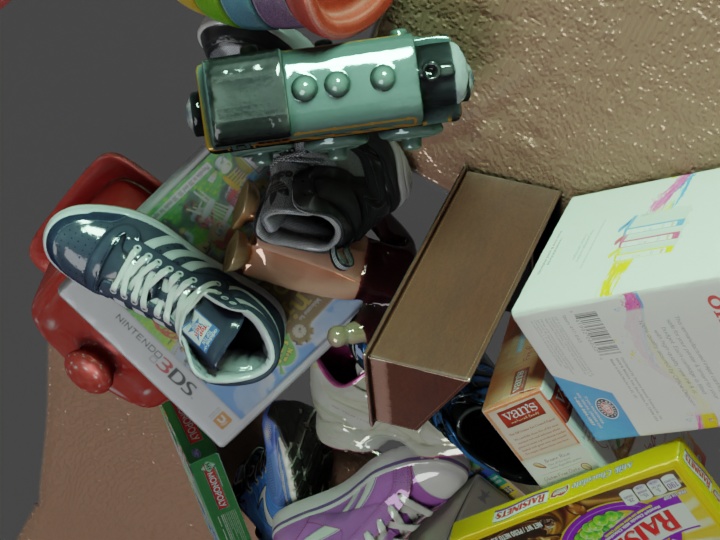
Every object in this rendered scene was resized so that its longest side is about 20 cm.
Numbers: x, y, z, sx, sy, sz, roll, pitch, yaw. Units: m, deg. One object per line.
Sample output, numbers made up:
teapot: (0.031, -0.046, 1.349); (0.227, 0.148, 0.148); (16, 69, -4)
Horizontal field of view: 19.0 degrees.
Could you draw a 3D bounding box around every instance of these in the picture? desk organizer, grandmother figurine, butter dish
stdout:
desk organizer: (0.075, 0.023, 1.503); (0.076, 0.201, 0.072); (13, 137, 19)
grandmother figurine: (0.000, 0.000, 1.600); (0.199, 0.122, 0.061); (14, 170, -13)
butter dish: (-0.188, 0.038, 1.732); (0.200, 0.148, 0.199); (38, 140, -8)

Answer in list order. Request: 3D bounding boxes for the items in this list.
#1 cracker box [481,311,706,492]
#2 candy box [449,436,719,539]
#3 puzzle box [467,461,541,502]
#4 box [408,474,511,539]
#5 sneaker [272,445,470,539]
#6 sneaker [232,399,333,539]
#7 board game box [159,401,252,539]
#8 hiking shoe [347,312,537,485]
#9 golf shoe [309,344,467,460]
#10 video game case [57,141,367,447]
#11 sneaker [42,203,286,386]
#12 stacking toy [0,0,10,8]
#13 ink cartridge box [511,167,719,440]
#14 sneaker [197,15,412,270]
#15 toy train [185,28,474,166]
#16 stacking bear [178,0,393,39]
cracker box: (0.176, 0.121, 1.585); (0.057, 0.134, 0.200); (-24, 117, 32)
candy box: (0.171, 0.191, 1.537); (0.199, 0.026, 0.102); (-25, 119, 32)
puzzle box: (0.077, 0.205, 1.830); (0.133, 0.025, 0.200); (40, 140, -10)
box: (0.067, 0.258, 1.810); (0.095, 0.078, 0.200); (39, 141, -8)
sneaker: (0.014, 0.224, 1.754); (0.200, 0.115, 0.072); (-33, 133, 30)
sneaker: (-0.074, 0.185, 1.867); (0.089, 0.079, 0.201); (15, 138, 16)
board game box: (-0.131, 0.192, 1.884); (0.029, 0.135, 0.201); (-23, 130, -7)
hiking shoe: (0.074, 0.090, 1.618); (0.199, 0.075, 0.087); (33, -174, 7)
golf shoe: (0.043, 0.098, 1.705); (0.199, 0.075, 0.092); (-2, 120, 28)
video game case: (-0.100, 0.009, 1.649); (0.200, 0.022, 0.182); (-43, 105, 9)
sneaker: (-0.143, 0.019, 1.581); (0.199, 0.109, 0.070); (26, 104, -11)
stacking toy: (-0.258, -0.240, 1.529); (0.199, 0.147, 0.147); (-11, 127, 19)
ink cartridge box: (0.231, 0.020, 1.454); (0.199, 0.126, 0.129); (-10, 126, 40)
sneaker: (-0.053, -0.091, 1.534); (0.200, 0.114, 0.075); (45, 139, -15)
toy train: (-0.020, -0.118, 1.442); (0.198, 0.114, 0.086); (-6, 90, -1)
stacking bear: (-0.091, -0.220, 1.436); (0.199, 0.114, 0.122); (12, 137, 29)
